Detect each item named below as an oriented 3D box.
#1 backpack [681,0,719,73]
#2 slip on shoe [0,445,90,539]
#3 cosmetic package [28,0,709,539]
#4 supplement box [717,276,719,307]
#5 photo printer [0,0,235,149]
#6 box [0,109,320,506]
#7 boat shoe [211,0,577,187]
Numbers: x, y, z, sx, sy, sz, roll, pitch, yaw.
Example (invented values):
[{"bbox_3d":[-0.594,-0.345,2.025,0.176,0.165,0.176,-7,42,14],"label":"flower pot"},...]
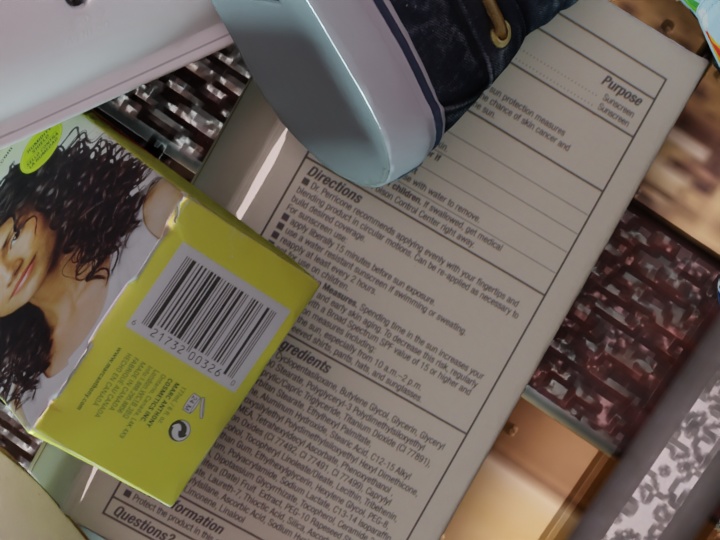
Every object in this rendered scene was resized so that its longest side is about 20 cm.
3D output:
[{"bbox_3d":[0.133,-0.146,0.818,0.163,0.154,0.200,-25,64,-21],"label":"backpack"},{"bbox_3d":[-0.074,0.120,0.806,0.061,0.200,0.076,-49,38,-14],"label":"slip on shoe"},{"bbox_3d":[0.000,0.000,0.836,0.104,0.073,0.200,31,88,-15],"label":"cosmetic package"},{"bbox_3d":[0.225,0.072,0.743,0.200,0.134,0.200,-8,82,-21],"label":"supplement box"},{"bbox_3d":[-0.106,-0.090,0.810,0.200,0.166,0.069,-28,117,-28],"label":"photo printer"},{"bbox_3d":[-0.086,-0.009,0.809,0.050,0.200,0.075,33,91,-30],"label":"box"},{"bbox_3d":[-0.011,-0.123,0.729,0.091,0.200,0.071,-44,37,-22],"label":"boat shoe"}]
